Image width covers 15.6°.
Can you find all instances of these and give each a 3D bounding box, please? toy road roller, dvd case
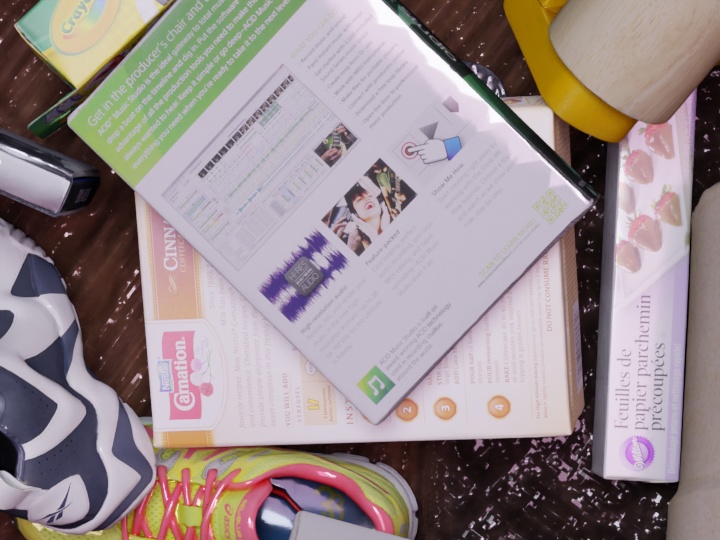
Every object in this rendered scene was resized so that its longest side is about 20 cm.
[{"bbox_3d":[0.154,-0.143,1.234,0.146,0.200,0.123,23,121,-27],"label":"toy road roller"},{"bbox_3d":[-0.196,-0.065,1.206,0.150,0.200,0.025,23,90,-3],"label":"dvd case"}]

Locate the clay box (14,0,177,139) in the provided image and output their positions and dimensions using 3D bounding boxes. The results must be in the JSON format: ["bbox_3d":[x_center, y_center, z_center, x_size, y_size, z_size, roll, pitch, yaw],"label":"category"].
[{"bbox_3d":[-0.095,-0.146,1.254,0.200,0.115,0.048,-43,91,-3],"label":"clay box"}]

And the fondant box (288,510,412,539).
[{"bbox_3d":[0.013,0.226,1.237,0.144,0.058,0.200,15,115,-1],"label":"fondant box"}]

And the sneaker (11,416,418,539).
[{"bbox_3d":[-0.070,0.113,1.268,0.200,0.090,0.078,0,92,-2],"label":"sneaker"}]

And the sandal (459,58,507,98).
[{"bbox_3d":[-0.004,-0.028,1.300,0.075,0.045,0.200,41,102,3],"label":"sandal"}]

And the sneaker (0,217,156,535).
[{"bbox_3d":[-0.191,0.039,1.216,0.079,0.130,0.199,-38,71,20],"label":"sneaker"}]

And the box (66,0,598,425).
[{"bbox_3d":[-0.013,-0.051,1.184,0.200,0.036,0.144,45,101,1],"label":"box"}]

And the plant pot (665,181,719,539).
[{"bbox_3d":[0.231,0.048,1.248,0.200,0.200,0.184,-3,78,-3],"label":"plant pot"}]

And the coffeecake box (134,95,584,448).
[{"bbox_3d":[0.000,0.000,1.242,0.200,0.073,0.154,-2,98,10],"label":"coffeecake box"}]

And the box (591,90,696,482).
[{"bbox_3d":[0.141,0.004,1.304,0.039,0.041,0.200,3,89,-3],"label":"box"}]
